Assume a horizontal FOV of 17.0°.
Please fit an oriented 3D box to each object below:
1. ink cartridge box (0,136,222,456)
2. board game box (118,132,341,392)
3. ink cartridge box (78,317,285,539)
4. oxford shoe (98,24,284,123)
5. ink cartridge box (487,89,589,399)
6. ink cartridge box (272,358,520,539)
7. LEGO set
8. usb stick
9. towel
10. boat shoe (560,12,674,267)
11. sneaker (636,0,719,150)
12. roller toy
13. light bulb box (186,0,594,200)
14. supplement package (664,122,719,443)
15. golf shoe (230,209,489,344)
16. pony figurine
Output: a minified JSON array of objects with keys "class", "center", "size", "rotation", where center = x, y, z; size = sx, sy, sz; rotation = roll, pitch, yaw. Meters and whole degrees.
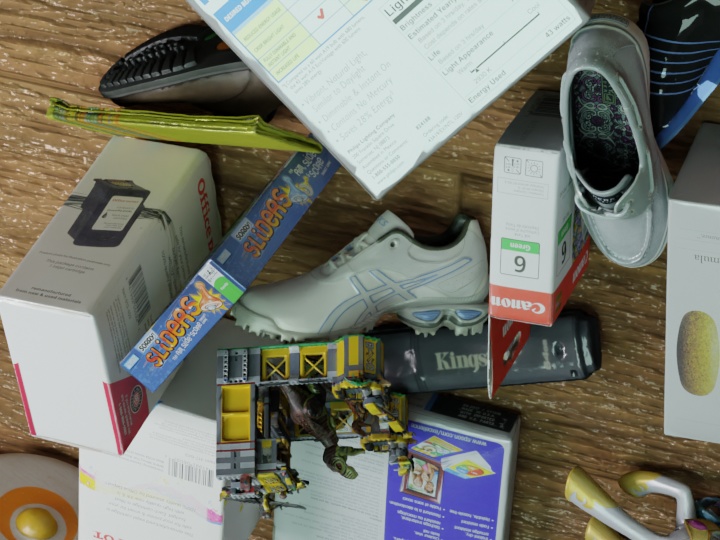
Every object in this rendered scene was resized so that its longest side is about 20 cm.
[{"class":"ink cartridge box","center":[-0.182,0.016,1.813],"size":[0.084,0.200,0.145],"rotation":[11,133,19]},{"class":"board game box","center":[-0.090,-0.010,1.762],"size":[0.034,0.200,0.135],"rotation":[40,128,-4]},{"class":"ink cartridge box","center":[-0.146,0.147,1.942],"size":[0.129,0.125,0.200],"rotation":[16,128,13]},{"class":"oxford shoe","center":[-0.103,-0.136,1.767],"size":[0.200,0.073,0.084],"rotation":[-5,127,29]},{"class":"ink cartridge box","center":[0.129,-0.016,1.705],"size":[0.050,0.109,0.200],"rotation":[8,117,17]},{"class":"ink cartridge box","center":[0.026,0.180,1.941],"size":[0.198,0.043,0.200],"rotation":[14,125,15]},{"class":"LEGO set","center":[-0.034,0.132,1.779],"size":[0.154,0.116,0.200],"rotation":[-1,159,1]},{"class":"usb stick","center":[0.087,0.064,1.837],"size":[0.200,0.033,0.055],"rotation":[-6,90,26]},{"class":"towel","center":[-0.131,-0.107,1.773],"size":[0.200,0.086,0.018],"rotation":[7,88,34]},{"class":"boat shoe","center":[0.164,-0.072,1.601],"size":[0.070,0.072,0.201],"rotation":[6,131,23]},{"class":"sneaker","center":[0.213,-0.150,1.625],"size":[0.078,0.070,0.200],"rotation":[40,124,2]},{"class":"roller toy","center":[-0.287,0.251,2.041],"size":[0.182,0.200,0.140],"rotation":[4,133,-22]},{"class":"light bulb box","center":[0.021,-0.194,1.608],"size":[0.198,0.125,0.200],"rotation":[-40,101,20]},{"class":"supplement package","center":[0.278,0.015,1.676],"size":[0.114,0.110,0.200],"rotation":[8,125,18]},{"class":"golf shoe","center":[0.000,0.000,1.779],"size":[0.200,0.078,0.097],"rotation":[-6,112,-19]},{"class":"pony figurine","center":[0.249,0.251,1.842],"size":[0.200,0.167,0.193],"rotation":[21,122,29]}]
